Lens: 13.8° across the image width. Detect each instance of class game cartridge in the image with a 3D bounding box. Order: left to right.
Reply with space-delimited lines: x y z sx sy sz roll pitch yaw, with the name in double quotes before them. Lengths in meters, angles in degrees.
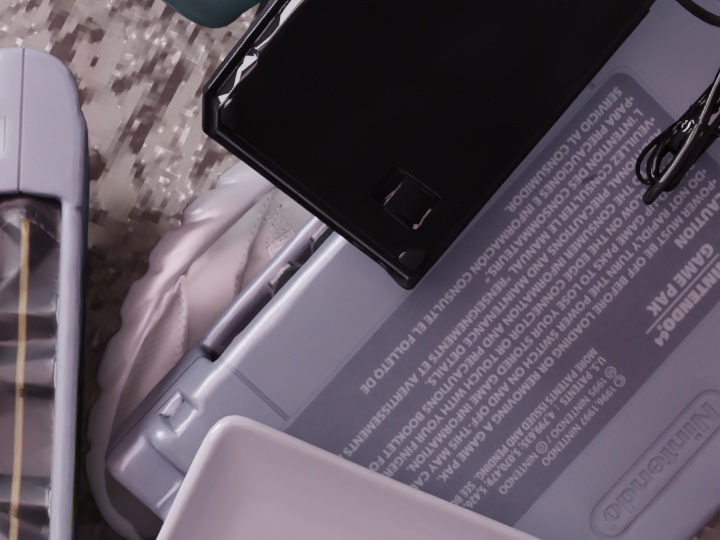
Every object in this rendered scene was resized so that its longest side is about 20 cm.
"game cartridge" -0.094 0.050 0.814 0.040 0.133 0.201 3 83 -8
"game cartridge" 0.046 0.020 0.796 0.133 0.040 0.200 44 90 -14

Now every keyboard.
"keyboard" 0.064 -0.080 0.736 0.127 0.021 0.200 38 97 -23

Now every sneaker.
"sneaker" 0.000 0.000 0.832 0.082 0.075 0.200 38 89 19

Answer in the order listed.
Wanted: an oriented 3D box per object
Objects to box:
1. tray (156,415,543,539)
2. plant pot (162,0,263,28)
"tray" 0.024 0.115 0.773 0.199 0.022 0.108 24 99 -22
"plant pot" -0.008 -0.174 0.815 0.188 0.200 0.200 -35 73 11
